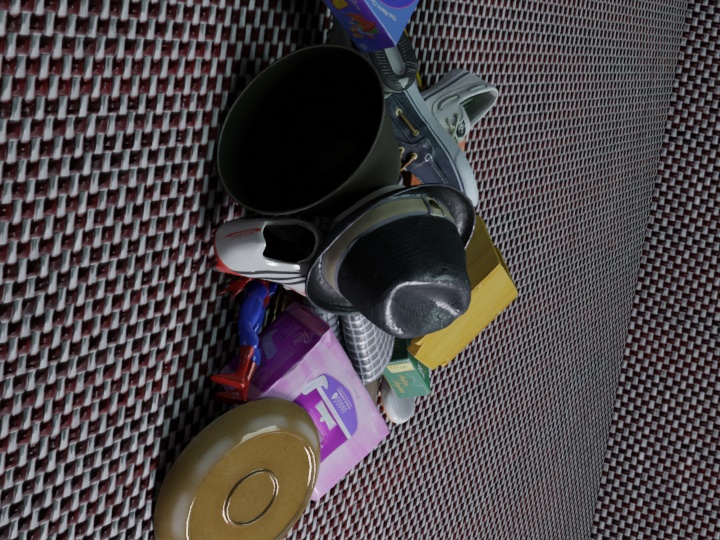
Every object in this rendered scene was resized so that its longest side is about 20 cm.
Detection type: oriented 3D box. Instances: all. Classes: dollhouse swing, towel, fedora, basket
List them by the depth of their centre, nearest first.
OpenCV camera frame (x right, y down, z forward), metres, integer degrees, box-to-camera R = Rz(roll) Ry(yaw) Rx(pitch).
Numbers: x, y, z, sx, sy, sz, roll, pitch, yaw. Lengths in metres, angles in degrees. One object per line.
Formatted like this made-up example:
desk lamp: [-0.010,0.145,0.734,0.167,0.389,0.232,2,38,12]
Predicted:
fedora: [0.046,0.007,1.520,0.200,0.092,0.201,-24,150,-15]
basket: [-0.033,-0.121,1.564,0.180,0.136,0.200,-44,167,6]
towel: [0.000,0.000,1.746,0.166,0.085,0.200,76,21,-48]
dollhouse swing: [0.081,-0.016,1.847,0.182,0.176,0.200,-44,165,2]

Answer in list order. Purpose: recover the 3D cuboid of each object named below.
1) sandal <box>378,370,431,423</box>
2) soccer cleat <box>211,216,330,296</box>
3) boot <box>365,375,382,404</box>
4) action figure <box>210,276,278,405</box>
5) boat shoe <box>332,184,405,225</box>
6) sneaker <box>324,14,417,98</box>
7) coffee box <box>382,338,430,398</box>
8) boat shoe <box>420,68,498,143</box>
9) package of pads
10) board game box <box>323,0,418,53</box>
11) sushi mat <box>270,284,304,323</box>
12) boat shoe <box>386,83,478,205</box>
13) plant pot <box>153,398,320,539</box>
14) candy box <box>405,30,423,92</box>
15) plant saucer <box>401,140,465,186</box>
sandal: [0.038,0.133,2.016,0.079,0.059,0.207,65,21,-14]
soccer cleat: [-0.054,-0.016,1.542,0.200,0.085,0.069,12,70,-44]
boot: [-0.020,0.128,1.841,0.200,0.070,0.146,81,29,-63]
action figure: [-0.107,0.031,1.581,0.065,0.052,0.200,80,24,-58]
boat shoe: [0.029,-0.041,1.600,0.062,0.075,0.200,65,13,8]
sneaker: [-0.021,-0.263,1.624,0.076,0.115,0.201,-15,87,-37]
coffee box: [0.046,0.040,1.905,0.123,0.044,0.201,59,25,-64]
boat shoe: [0.099,-0.181,1.896,0.200,0.067,0.074,-50,149,-39]
package of pads: [-0.057,0.140,1.652,0.120,0.076,0.200,-43,137,-15]
board game box: [-0.010,-0.327,1.514,0.200,0.045,0.135,51,50,-33]
sushi mat: [-0.054,0.040,1.778,0.200,0.012,0.096,29,72,-70]
boat shoe: [0.041,-0.133,1.715,0.091,0.200,0.071,-33,180,-27]
plant pot: [-0.113,0.220,1.574,0.200,0.027,0.200,-24,130,-31]
candy box: [0.030,-0.226,1.830,0.102,0.026,0.200,-65,157,-22]
plant saucer: [0.086,-0.137,2.028,0.200,0.032,0.201,13,90,-69]
